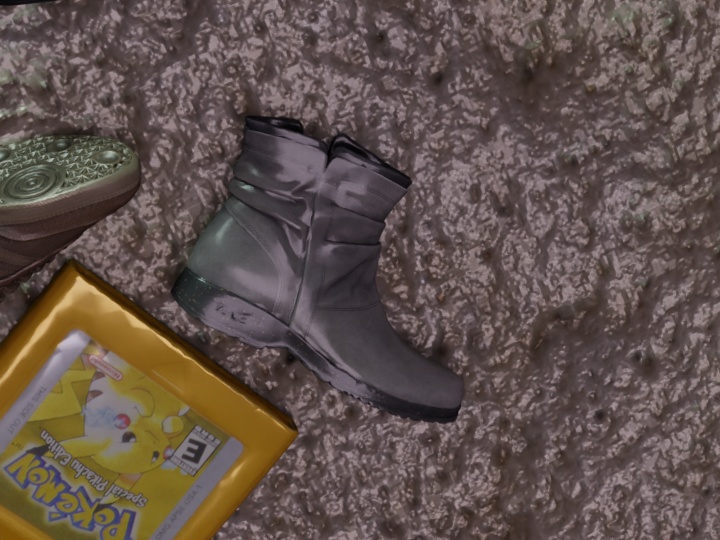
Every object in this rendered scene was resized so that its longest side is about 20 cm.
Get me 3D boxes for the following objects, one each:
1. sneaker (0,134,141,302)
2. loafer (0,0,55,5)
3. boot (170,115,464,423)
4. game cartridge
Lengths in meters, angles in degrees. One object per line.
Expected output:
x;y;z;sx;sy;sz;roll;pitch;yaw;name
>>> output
-0.214;-0.016;0.906;0.199;0.071;0.076;-17;127;-3;sneaker
-0.119;-0.193;0.861;0.199;0.070;0.069;-21;109;-5;loafer
0.000;0.000;0.946;0.199;0.070;0.132;26;94;-22;boot
-0.164;0.122;0.963;0.176;0.032;0.200;37;95;-19;game cartridge
